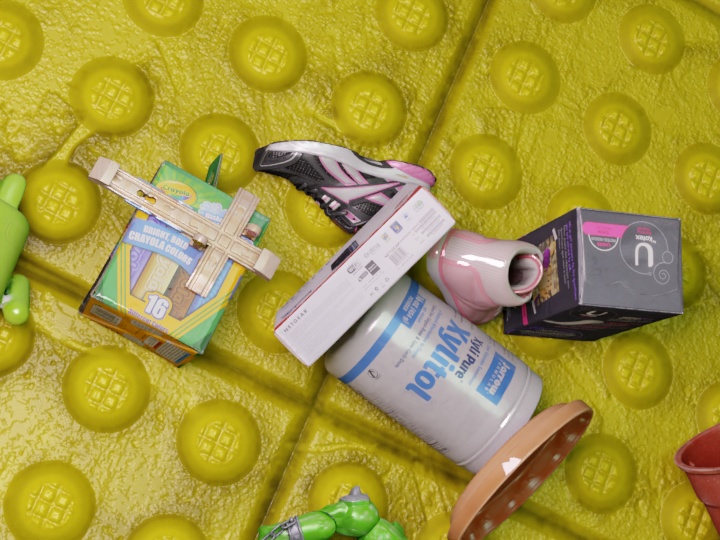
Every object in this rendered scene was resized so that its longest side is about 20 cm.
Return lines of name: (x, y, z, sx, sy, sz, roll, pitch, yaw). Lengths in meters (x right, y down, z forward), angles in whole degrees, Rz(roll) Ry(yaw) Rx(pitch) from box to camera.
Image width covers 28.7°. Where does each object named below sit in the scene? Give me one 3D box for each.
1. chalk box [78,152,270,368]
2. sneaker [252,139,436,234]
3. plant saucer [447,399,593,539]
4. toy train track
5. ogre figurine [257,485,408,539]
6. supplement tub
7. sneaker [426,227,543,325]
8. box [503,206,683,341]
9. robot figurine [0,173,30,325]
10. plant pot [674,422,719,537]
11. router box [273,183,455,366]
chalk box: (-0.178, -0.022, 1.416, 0.124, 0.125, 0.200, 30, 73, -10)
sneaker: (-0.019, -0.085, 1.508, 0.200, 0.080, 0.086, 12, 86, -9)
plant saucer: (0.160, 0.206, 1.446, 0.200, 0.200, 0.032, -39, 69, -21)
toy train track: (-0.166, -0.051, 1.344, 0.200, 0.033, 0.115, 30, 72, -9)
ogre figurine: (-0.001, 0.305, 1.428, 0.120, 0.098, 0.200, -43, 78, -3)
supplement tub: (0.075, 0.105, 1.468, 0.200, 0.132, 0.132, 35, 71, -7)
sneaker: (0.146, 0.015, 1.468, 0.105, 0.200, 0.075, 11, 75, 23)
box: (0.243, 0.008, 1.504, 0.122, 0.200, 0.106, 5, 78, -17)
robot figurine: (-0.393, -0.010, 1.349, 0.175, 0.116, 0.200, 27, 72, -23)
plant pot: (0.472, 0.267, 1.541, 0.201, 0.201, 0.196, -22, 95, -20)
router box: (0.000, 0.000, 1.409, 0.200, 0.179, 0.049, -45, 95, 1)
